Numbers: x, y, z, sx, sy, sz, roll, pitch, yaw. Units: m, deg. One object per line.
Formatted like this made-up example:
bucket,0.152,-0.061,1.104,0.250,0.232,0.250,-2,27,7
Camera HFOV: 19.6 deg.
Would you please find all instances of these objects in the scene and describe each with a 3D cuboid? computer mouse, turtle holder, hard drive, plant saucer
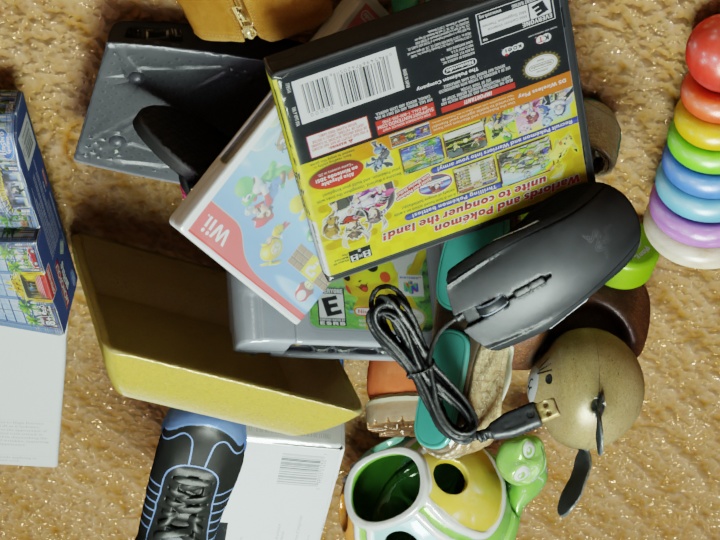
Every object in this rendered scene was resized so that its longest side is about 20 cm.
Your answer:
computer mouse,0.117,0.037,1.425,0.200,0.046,0.141,-28,101,1
turtle holder,0.067,0.202,1.763,0.185,0.141,0.132,5,161,32
hard drive,-0.091,-0.113,1.463,0.200,0.042,0.135,8,139,-15
plant saucer,-0.116,0.055,1.543,0.200,0.200,0.048,16,111,-21

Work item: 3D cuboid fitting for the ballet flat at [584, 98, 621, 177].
ballet flat,0.088,-0.082,1.497,0.200,0.062,0.067,-10,139,9

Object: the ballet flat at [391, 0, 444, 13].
ballet flat,0.085,-0.143,1.422,0.067,0.070,0.200,-42,129,1

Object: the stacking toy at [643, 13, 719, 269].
stacking toy,0.253,-0.097,1.484,0.085,0.085,0.200,-1,136,-2

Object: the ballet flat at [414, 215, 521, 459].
ballet flat,0.087,0.037,1.491,0.065,0.200,0.070,10,-173,-46

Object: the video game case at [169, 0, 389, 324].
video game case,-0.024,-0.075,1.413,0.200,0.017,0.143,-52,136,-3

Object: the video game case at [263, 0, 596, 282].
video game case,0.050,-0.096,1.381,0.200,0.026,0.181,-20,131,-6

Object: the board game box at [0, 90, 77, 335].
board game box,-0.324,-0.040,1.507,0.200,0.062,0.200,0,138,8

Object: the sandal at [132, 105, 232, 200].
sandal,-0.083,-0.050,1.446,0.045,0.075,0.200,-41,132,23

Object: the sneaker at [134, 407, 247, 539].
sneaker,-0.130,0.177,1.581,0.070,0.078,0.200,10,140,-6

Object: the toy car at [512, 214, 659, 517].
toy car,0.153,0.081,1.592,0.158,0.200,0.164,4,140,-9

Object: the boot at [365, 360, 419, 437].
boot,0.044,0.081,1.687,0.075,0.107,0.200,-7,168,6

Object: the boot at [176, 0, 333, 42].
boot,-0.042,-0.215,1.318,0.201,0.071,0.144,-9,137,24

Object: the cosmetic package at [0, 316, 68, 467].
cosmetic package,-0.283,0.071,1.653,0.102,0.074,0.200,4,138,-9

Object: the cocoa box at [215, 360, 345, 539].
cocoa box,-0.090,0.141,1.701,0.133,0.131,0.200,6,140,-6

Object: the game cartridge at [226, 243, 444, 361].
game cartridge,0.000,0.000,1.532,0.200,0.133,0.040,2,153,-18
